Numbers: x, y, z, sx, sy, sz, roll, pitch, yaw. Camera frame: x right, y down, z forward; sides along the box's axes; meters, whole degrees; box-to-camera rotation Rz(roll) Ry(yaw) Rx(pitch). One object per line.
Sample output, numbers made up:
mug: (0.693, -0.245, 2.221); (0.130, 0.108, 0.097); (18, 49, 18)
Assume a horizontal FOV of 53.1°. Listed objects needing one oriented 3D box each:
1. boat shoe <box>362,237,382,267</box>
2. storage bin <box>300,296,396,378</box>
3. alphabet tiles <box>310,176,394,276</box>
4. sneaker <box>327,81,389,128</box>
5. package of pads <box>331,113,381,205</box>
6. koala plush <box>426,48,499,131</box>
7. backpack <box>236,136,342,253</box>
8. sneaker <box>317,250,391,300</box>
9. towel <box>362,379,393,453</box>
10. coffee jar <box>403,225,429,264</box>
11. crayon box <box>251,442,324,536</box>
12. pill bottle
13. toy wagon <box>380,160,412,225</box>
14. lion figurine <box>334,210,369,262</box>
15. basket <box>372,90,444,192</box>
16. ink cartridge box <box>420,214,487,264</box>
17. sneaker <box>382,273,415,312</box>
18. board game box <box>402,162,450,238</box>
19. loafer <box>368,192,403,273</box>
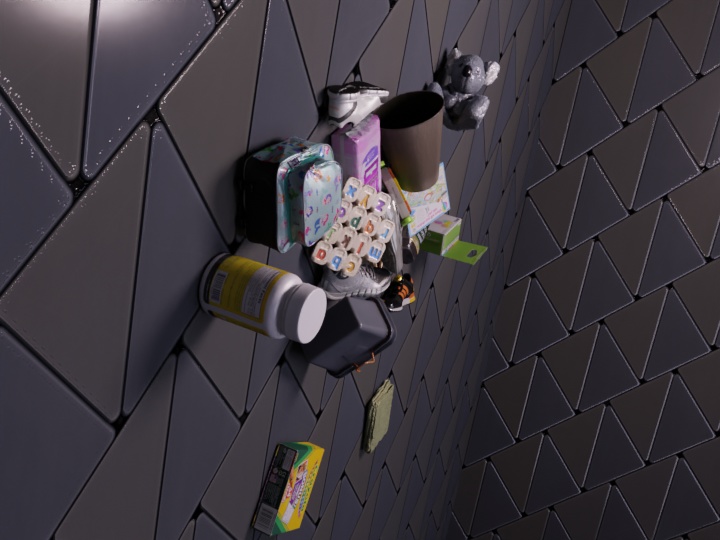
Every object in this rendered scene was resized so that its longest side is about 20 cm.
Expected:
boat shoe: (0.044, -0.090, 1.804); (0.074, 0.068, 0.203); (-21, 124, -62)
storage bin: (-0.037, 0.151, 1.618); (0.199, 0.147, 0.134); (-36, 153, 19)
alphabet tiles: (-0.021, -0.092, 1.551); (0.198, 0.015, 0.198); (22, 96, -31)
sneaker: (-0.009, -0.349, 1.513); (0.199, 0.073, 0.081); (-26, 132, -51)
package of pads: (-0.007, -0.230, 1.581); (0.121, 0.075, 0.202); (-47, 146, -43)
koala plush: (0.281, -0.502, 1.981); (0.184, 0.175, 0.203); (40, 68, -78)
backpack: (-0.114, -0.145, 1.306); (0.200, 0.148, 0.180); (-49, 146, -55)
sneaker: (0.000, 0.000, 1.645); (0.198, 0.075, 0.117); (-13, 136, -33)
towel: (0.055, 0.454, 2.247); (0.148, 0.036, 0.203); (-38, 138, -57)
coffee jar: (0.141, -0.123, 1.993); (0.202, 0.084, 0.105); (-64, 155, -21)
crayon box: (-0.169, 0.518, 1.726); (0.172, 0.057, 0.203); (32, 75, -67)
pill bottle: (-0.165, 0.049, 1.230); (0.114, 0.197, 0.116); (-48, 147, -46)
toy wagon: (0.080, -0.183, 1.743); (0.157, 0.039, 0.200); (64, 4, 0)
lion figurine: (0.011, -0.098, 1.694); (0.201, 0.072, 0.123); (-55, 129, -32)
basket: (0.123, -0.299, 1.721); (0.178, 0.137, 0.202); (-22, 135, -9)
ink cartridge box: (0.277, -0.101, 2.178); (0.148, 0.197, 0.077); (-39, 140, -54)
sneaker: (0.099, 0.061, 2.060); (0.199, 0.069, 0.092); (-22, 110, -63)
board game box: (0.163, -0.189, 1.909); (0.199, 0.034, 0.136); (-35, 122, -42)
loafer: (0.072, -0.083, 1.655); (0.069, 0.069, 0.202); (-36, 133, -28)
